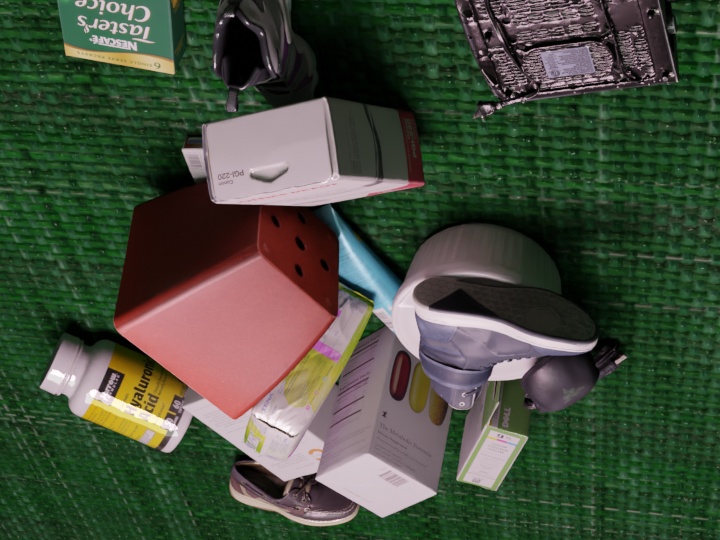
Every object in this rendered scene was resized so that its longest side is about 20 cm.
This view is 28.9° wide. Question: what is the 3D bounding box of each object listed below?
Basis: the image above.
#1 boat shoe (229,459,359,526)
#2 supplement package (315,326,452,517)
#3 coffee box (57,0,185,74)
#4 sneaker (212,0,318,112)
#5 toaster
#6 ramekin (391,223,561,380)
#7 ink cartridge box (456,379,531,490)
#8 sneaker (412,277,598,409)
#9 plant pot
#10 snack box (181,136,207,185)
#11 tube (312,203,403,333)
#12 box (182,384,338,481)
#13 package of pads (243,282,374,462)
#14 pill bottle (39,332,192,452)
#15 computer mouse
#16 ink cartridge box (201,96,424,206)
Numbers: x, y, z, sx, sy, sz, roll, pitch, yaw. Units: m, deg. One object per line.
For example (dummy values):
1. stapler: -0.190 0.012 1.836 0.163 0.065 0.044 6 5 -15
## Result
1. boat shoe: -0.100 0.324 2.064 0.200 0.072 0.065 13 147 11
2. supplement package: 0.037 0.183 1.736 0.114 0.200 0.109 33 139 -24
3. coffee box: -0.237 -0.285 1.365 0.123 0.044 0.200 11 142 3
4. sneaker: -0.102 -0.194 1.356 0.078 0.140 0.200 -1 139 18
5. toaster: 0.175 -0.245 1.224 0.200 0.119 0.181 -5 138 22
6. ramekin: 0.140 0.031 1.602 0.202 0.094 0.203 9 142 7
7. ink cartridge box: 0.179 0.184 1.773 0.059 0.104 0.200 15 142 -2
8. sneaker: 0.157 0.090 1.518 0.202 0.077 0.146 12 131 19
9. plant pot: -0.131 0.009 1.554 0.176 0.200 0.200 -29 127 26
10. snack box: -0.143 -0.076 1.612 0.072 0.024 0.200 1 140 15
11. tube: 0.000 0.000 1.650 0.077 0.050 0.200 -25 122 35
12. box: -0.116 0.181 1.866 0.124 0.098 0.200 -23 129 37
13. package of pads: -0.061 0.122 1.661 0.068 0.200 0.155 29 160 3
14. pill bottle: -0.327 0.161 1.896 0.200 0.111 0.111 25 141 -14
15. computer mouse: 0.243 0.130 1.619 0.138 0.053 0.200 -33 164 9
16. ink cartridge box: -0.044 -0.115 1.401 0.145 0.085 0.200 -9 179 27
